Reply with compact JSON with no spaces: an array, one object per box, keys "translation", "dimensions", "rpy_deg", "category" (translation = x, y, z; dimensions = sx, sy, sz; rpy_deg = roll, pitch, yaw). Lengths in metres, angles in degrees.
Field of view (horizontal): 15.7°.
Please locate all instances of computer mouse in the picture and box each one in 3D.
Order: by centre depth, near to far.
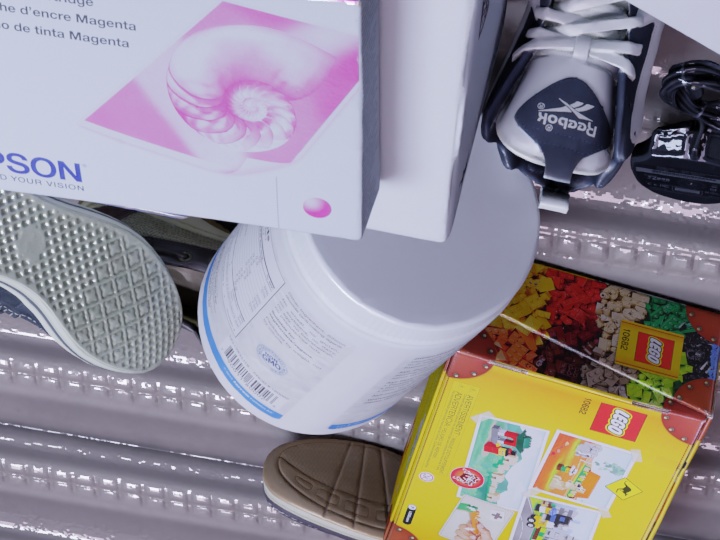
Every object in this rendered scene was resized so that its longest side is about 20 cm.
[{"translation":[0.165,-0.073,1.275],"dimensions":[0.058,0.034,0.200],"rpy_deg":[10,168,6],"category":"computer mouse"}]

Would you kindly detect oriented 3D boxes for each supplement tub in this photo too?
[{"translation":[0.000,0.000,1.350],"dimensions":[0.132,0.132,0.200],"rpy_deg":[24,155,-11],"category":"supplement tub"}]

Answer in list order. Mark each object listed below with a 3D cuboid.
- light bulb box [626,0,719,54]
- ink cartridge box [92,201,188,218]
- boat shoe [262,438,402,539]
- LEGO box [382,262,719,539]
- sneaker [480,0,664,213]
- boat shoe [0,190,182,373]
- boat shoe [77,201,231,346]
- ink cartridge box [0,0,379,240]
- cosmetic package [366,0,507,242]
[{"translation":[0.202,-0.181,1.064],"dimensions":[0.200,0.199,0.125],"rpy_deg":[28,140,-14],"category":"light bulb box"},{"translation":[-0.159,-0.074,1.317],"dimensions":[0.197,0.200,0.047],"rpy_deg":[11,96,5],"category":"ink cartridge box"},{"translation":[0.033,0.159,1.605],"dimensions":[0.199,0.072,0.065],"rpy_deg":[12,135,-7],"category":"boat shoe"},{"translation":[0.108,0.094,1.501],"dimensions":[0.148,0.077,0.200],"rpy_deg":[16,140,-2],"category":"LEGO box"},{"translation":[0.107,-0.109,1.228],"dimensions":[0.079,0.130,0.199],"rpy_deg":[15,140,-2],"category":"sneaker"},{"translation":[-0.172,-0.007,1.385],"dimensions":[0.200,0.075,0.062],"rpy_deg":[33,171,-40],"category":"boat shoe"},{"translation":[-0.073,0.017,1.476],"dimensions":[0.199,0.065,0.073],"rpy_deg":[19,139,-6],"category":"boat shoe"},{"translation":[-0.091,-0.104,1.108],"dimensions":[0.196,0.043,0.200],"rpy_deg":[8,139,9],"category":"ink cartridge box"},{"translation":[-0.033,-0.140,1.207],"dimensions":[0.199,0.165,0.165],"rpy_deg":[11,140,5],"category":"cosmetic package"}]
